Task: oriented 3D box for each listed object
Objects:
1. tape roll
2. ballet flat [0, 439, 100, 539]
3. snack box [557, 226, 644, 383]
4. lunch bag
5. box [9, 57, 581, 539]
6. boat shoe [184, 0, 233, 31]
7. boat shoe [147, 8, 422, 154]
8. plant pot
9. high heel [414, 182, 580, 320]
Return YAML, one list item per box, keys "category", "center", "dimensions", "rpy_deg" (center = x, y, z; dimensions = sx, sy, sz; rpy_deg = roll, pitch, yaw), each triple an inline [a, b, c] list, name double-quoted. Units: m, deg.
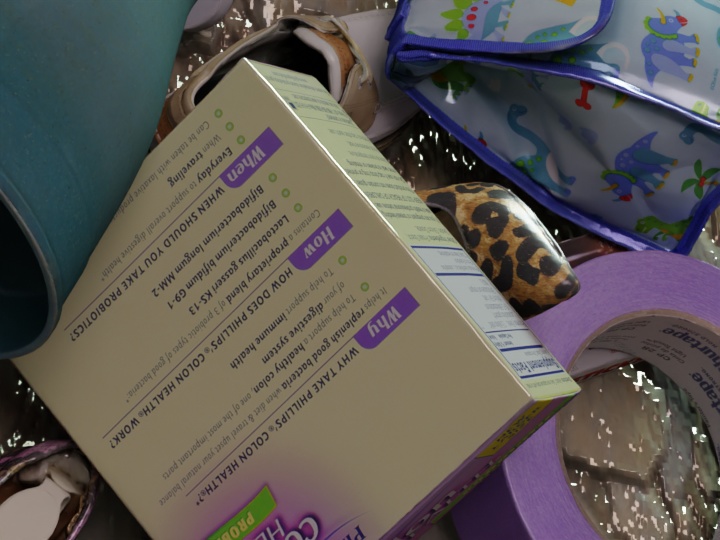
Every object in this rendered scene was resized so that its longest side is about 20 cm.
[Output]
- category: "tape roll"
  center: [0.143, 0.094, 1.130]
  dimensions: [0.199, 0.066, 0.201]
  rpy_deg: [9, 68, -23]
- category: "ballet flat"
  center: [-0.177, 0.147, 0.981]
  dimensions: [0.069, 0.071, 0.200]
  rpy_deg: [36, 57, -3]
- category: "snack box"
  center: [0.066, 0.035, 1.169]
  dimensions: [0.199, 0.024, 0.072]
  rpy_deg: [-16, 73, -29]
- category: "lunch bag"
  center: [0.117, -0.128, 1.210]
  dimensions: [0.199, 0.128, 0.171]
  rpy_deg: [23, 46, -8]
- category: "box"
  center: [-0.035, 0.038, 1.019]
  dimensions: [0.200, 0.176, 0.097]
  rpy_deg: [49, 14, 13]
- category: "boat shoe"
  center: [-0.106, -0.219, 1.208]
  dimensions: [0.057, 0.068, 0.201]
  rpy_deg: [7, 59, -64]
- category: "boat shoe"
  center: [-0.023, -0.095, 1.173]
  dimensions: [0.200, 0.068, 0.075]
  rpy_deg: [-30, 77, -34]
- category: "plant pot"
  center: [-0.166, -0.099, 0.957]
  dimensions: [0.200, 0.200, 0.188]
  rpy_deg: [34, 60, -3]
- category: "high heel"
  center: [0.000, 0.000, 1.081]
  dimensions: [0.142, 0.200, 0.072]
  rpy_deg: [-15, 111, -32]
